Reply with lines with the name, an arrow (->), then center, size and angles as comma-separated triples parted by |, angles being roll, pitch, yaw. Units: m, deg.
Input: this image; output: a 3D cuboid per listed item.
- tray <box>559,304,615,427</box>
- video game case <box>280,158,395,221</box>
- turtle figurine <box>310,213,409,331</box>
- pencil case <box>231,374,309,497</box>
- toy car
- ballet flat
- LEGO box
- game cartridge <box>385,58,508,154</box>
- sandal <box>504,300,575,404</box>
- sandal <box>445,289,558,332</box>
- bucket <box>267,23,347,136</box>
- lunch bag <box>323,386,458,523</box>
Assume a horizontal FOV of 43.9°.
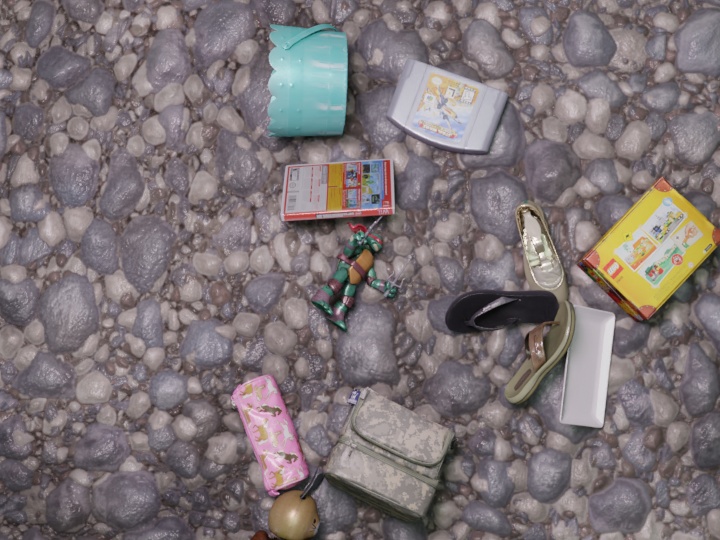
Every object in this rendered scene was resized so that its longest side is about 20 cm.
tray -> 0.386, 0.166, 1.541 | 0.106, 0.022, 0.203 | 12, 83, -31
video game case -> -0.039, -0.144, 1.581 | 0.197, 0.018, 0.144 | -3, 43, 4
turtle figurine -> 0.000, 0.000, 1.569 | 0.150, 0.100, 0.201 | 43, 77, -33
pencil case -> -0.157, 0.285, 1.553 | 0.086, 0.083, 0.202 | -24, 83, 7
toy car -> -0.098, 0.434, 1.504 | 0.156, 0.164, 0.202 | 20, 73, 6
ballet flat -> 0.314, -0.027, 1.564 | 0.069, 0.069, 0.202 | -18, 83, 2
LEGO box -> 0.500, -0.035, 1.545 | 0.149, 0.077, 0.200 | 45, 88, 7
game cartridge -> 0.154, -0.290, 1.619 | 0.198, 0.042, 0.134 | 20, 81, 6
sandal -> 0.300, 0.138, 1.521 | 0.057, 0.080, 0.202 | 31, 100, -11
sandal -> 0.244, 0.070, 1.548 | 0.198, 0.043, 0.077 | -9, 118, 7
bucket -> -0.094, -0.329, 1.561 | 0.133, 0.207, 0.210 | 1, 84, -6
lunch bag -> 0.048, 0.309, 1.515 | 0.198, 0.140, 0.169 | 24, 69, 5
